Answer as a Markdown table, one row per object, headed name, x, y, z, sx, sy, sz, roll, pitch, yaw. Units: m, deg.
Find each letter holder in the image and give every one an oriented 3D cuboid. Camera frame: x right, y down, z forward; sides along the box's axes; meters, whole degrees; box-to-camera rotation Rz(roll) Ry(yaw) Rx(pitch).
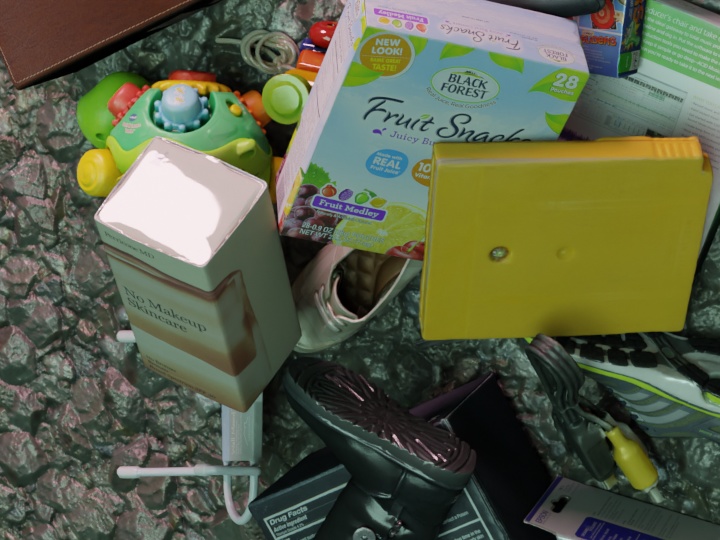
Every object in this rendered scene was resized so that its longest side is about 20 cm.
| name | x | y | z | sx | sy | sz | roll | pitch | yaw |
| --- | --- | --- | --- | --- | --- | --- | --- | --- | --- |
| letter holder | -0.200 | -0.250 | 1.734 | 0.199 | 0.101 | 0.143 | -22 | 95 | 26 |

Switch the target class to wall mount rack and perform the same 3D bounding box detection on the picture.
| name | x | y | z | sx | sy | sz | roll | pitch | yaw |
| --- | --- | --- | --- | --- | --- | --- | --- | --- | --- |
| wall mount rack | -0.136 | 0.107 | 1.813 | 0.174 | 0.074 | 0.201 | -11 | 78 | 62 |

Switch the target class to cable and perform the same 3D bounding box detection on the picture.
| name | x | y | z | sx | sy | sz | roll | pitch | yaw |
| --- | --- | --- | --- | --- | --- | --- | --- | --- | --- |
| cable | 0.167 | 0.097 | 1.662 | 0.050 | 0.097 | 0.200 | -37 | 131 | -9 |

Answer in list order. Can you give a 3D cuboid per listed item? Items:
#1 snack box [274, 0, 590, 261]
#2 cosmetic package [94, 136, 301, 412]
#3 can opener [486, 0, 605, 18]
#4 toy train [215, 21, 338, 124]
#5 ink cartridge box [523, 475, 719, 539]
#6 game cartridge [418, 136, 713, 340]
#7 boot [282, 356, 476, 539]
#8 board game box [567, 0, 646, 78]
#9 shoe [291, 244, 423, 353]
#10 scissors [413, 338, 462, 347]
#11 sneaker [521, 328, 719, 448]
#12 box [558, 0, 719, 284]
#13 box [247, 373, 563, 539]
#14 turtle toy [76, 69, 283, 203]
| name | x | y | z | sx | sy | sz | roll | pitch | yaw |
| --- | --- | --- | --- | --- | --- | --- | --- | --- | --- |
| snack box | 0.047 | -0.101 | 1.572 | 0.168 | 0.068 | 0.200 | 10 | 131 | -16 |
| cosmetic package | -0.117 | 0.006 | 1.637 | 0.103 | 0.087 | 0.200 | 24 | 151 | 23 |
| can opener | 0.091 | -0.201 | 1.597 | 0.199 | 0.079 | 0.064 | -8 | 58 | 31 |
| toy train | -0.045 | -0.141 | 1.693 | 0.199 | 0.116 | 0.085 | 14 | 110 | 18 |
| ink cartridge box | 0.229 | 0.218 | 1.699 | 0.199 | 0.099 | 0.039 | 17 | 113 | 18 |
| game cartridge | 0.146 | -0.023 | 1.591 | 0.199 | 0.033 | 0.177 | -2 | 134 | -6 |
| boot | -0.019 | 0.186 | 1.681 | 0.165 | 0.066 | 0.201 | 32 | 120 | 14 |
| board game box | 0.115 | -0.226 | 1.623 | 0.199 | 0.034 | 0.136 | 15 | 109 | 29 |
| shoe | 0.000 | 0.000 | 1.752 | 0.070 | 0.053 | 0.200 | 49 | 117 | 3 |
| scissors | 0.133 | 0.031 | 1.732 | 0.199 | 0.014 | 0.073 | 2 | 109 | 23 |
| sneaker | 0.213 | 0.085 | 1.674 | 0.199 | 0.074 | 0.081 | 22 | 133 | 9 |
| box | 0.216 | -0.103 | 1.643 | 0.144 | 0.036 | 0.201 | 25 | 115 | 14 |
| box | 0.054 | 0.217 | 1.757 | 0.200 | 0.123 | 0.199 | -25 | 96 | 28 |
| turtle toy | -0.150 | -0.107 | 1.739 | 0.199 | 0.145 | 0.102 | 5 | 93 | 44 |
